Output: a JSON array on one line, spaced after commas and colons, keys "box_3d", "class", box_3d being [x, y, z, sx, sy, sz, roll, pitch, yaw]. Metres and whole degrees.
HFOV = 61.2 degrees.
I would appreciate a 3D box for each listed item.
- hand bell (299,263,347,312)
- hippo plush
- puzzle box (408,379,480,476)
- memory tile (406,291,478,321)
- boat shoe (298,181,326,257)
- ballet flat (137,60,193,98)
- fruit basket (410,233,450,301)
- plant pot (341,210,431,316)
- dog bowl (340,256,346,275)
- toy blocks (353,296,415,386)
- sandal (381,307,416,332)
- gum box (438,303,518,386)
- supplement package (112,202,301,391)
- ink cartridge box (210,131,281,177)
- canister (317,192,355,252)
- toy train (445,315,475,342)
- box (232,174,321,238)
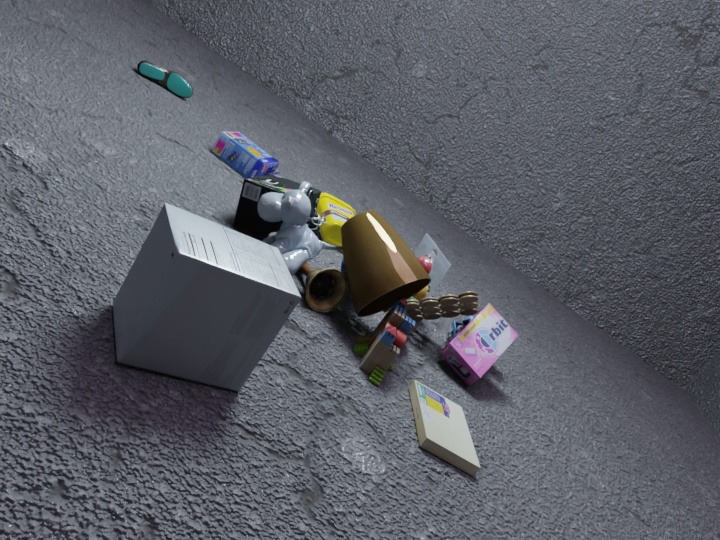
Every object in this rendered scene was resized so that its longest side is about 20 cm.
[{"box_3d": [-0.118, 0.010, 1.430, 0.103, 0.105, 0.200, 23, 9, -34], "class": "hand bell"}, {"box_3d": [-0.158, -0.089, 1.331, 0.196, 0.163, 0.160, 3, 28, 14], "class": "hippo plush"}, {"box_3d": [0.167, 0.315, 1.240, 0.132, 0.026, 0.201, 32, 18, -13], "class": "puzzle box"}, {"box_3d": [0.205, 0.095, 1.569, 0.154, 0.196, 0.017, 60, 25, -65], "class": "memory tile"}, {"box_3d": [-0.120, -0.113, 1.443, 0.067, 0.202, 0.074, 16, 33, 12], "class": "boat shoe"}, {"box_3d": [-0.673, -0.668, 2.111, 0.198, 0.069, 0.068, 27, 11, -27], "class": "ballet flat"}, {"box_3d": [0.174, 0.024, 1.705, 0.093, 0.201, 0.186, 24, 20, -28], "class": "fruit basket"}, {"box_3d": [0.037, -0.027, 1.381, 0.186, 0.185, 0.202, 1, 62, -61], "class": "plant pot"}, {"box_3d": [0.000, 0.000, 1.549, 0.110, 0.050, 0.200, 29, -15, 5], "class": "dog bowl"}, {"box_3d": [0.064, 0.139, 1.310, 0.099, 0.138, 0.200, 34, 18, -3], "class": "toy blocks"}, {"box_3d": [0.084, 0.131, 1.505, 0.078, 0.069, 0.212, 59, -3, 1], "class": "sandal"}, {"box_3d": [0.301, 0.191, 1.564, 0.114, 0.066, 0.199, 48, 55, 7], "class": "gum box"}, {"box_3d": [-0.233, 0.044, 0.909, 0.198, 0.192, 0.148, 23, 20, -36], "class": "supplement package"}, {"box_3d": [-0.341, -0.342, 1.884, 0.199, 0.077, 0.136, 38, 18, 2], "class": "ink cartridge box"}, {"box_3d": [-0.069, -0.141, 1.863, 0.147, 0.087, 0.201, 26, 22, -27], "class": "canister"}, {"box_3d": [0.325, 0.190, 1.705, 0.198, 0.114, 0.088, 14, 57, -36], "class": "toy train"}, {"box_3d": [-0.205, -0.158, 1.534, 0.147, 0.126, 0.200, 21, 15, 9], "class": "box"}]
